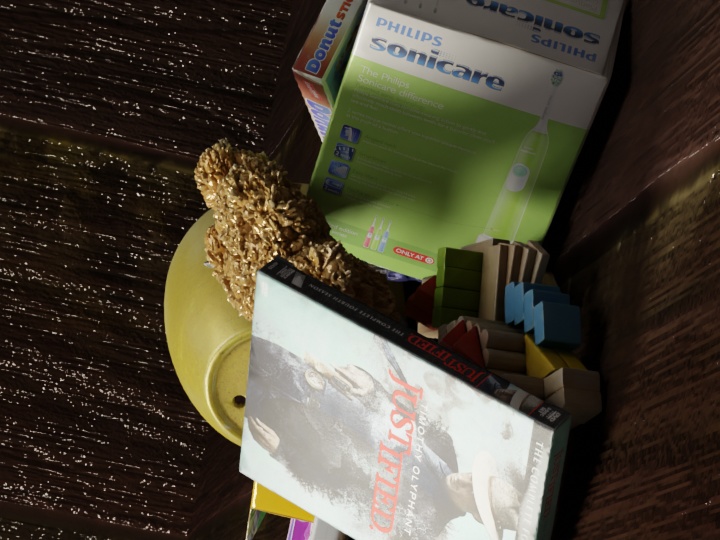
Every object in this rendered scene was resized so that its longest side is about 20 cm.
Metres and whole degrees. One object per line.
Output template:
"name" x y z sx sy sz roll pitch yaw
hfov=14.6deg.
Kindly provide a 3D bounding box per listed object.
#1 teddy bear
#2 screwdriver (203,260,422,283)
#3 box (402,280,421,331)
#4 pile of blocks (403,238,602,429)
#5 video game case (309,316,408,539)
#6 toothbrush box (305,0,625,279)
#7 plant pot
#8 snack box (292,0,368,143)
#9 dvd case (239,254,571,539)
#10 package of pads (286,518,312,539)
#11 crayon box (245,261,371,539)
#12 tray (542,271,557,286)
"teddy bear" -0.050 0.002 1.641 0.200 0.067 0.145 56 149 38
"screwdriver" 0.000 0.000 1.798 0.029 0.200 0.028 73 -162 -72
"box" 0.051 -0.075 1.889 0.200 0.044 0.160 83 -170 -49
"pile of blocks" 0.070 0.027 1.548 0.200 0.062 0.082 -136 57 -63
"video game case" -0.001 0.127 1.885 0.182 0.023 0.200 52 -130 -79
"toothbrush box" 0.058 -0.090 1.670 0.200 0.146 0.086 108 178 -46
"plant pot" -0.052 0.056 2.023 0.142 0.200 0.200 -79 4 -65
"snack box" -0.006 -0.124 1.792 0.072 0.024 0.200 -63 -12 -10
"dvd case" 0.020 0.094 1.523 0.022 0.200 0.146 -35 -37 -44
"package of pads" -0.019 0.229 2.031 0.121 0.076 0.200 161 120 -83
"crayon box" -0.028 0.079 1.882 0.126 0.052 0.200 -61 -18 -63
"tray" 0.078 0.105 1.659 0.099 0.037 0.200 -102 24 -73
